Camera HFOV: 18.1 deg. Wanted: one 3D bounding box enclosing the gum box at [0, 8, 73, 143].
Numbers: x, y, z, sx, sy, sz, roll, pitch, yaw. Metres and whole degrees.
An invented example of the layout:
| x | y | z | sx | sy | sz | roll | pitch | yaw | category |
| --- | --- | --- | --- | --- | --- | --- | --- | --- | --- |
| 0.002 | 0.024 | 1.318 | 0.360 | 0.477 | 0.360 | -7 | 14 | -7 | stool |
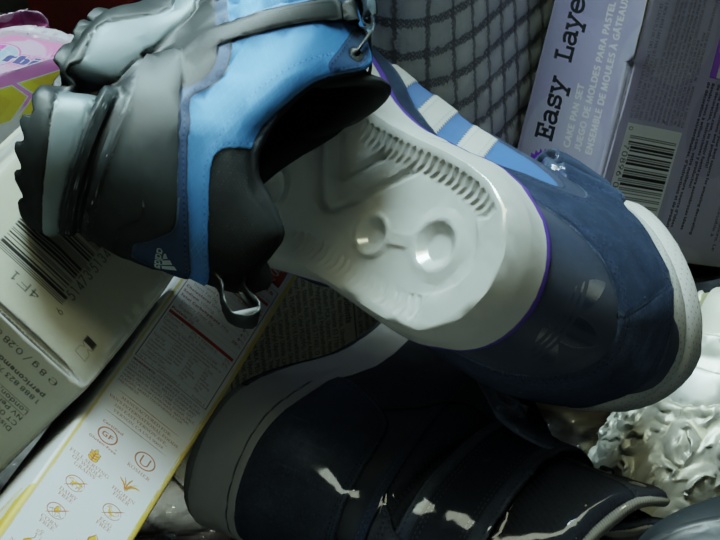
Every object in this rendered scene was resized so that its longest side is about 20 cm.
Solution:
| x | y | z | sx | sy | sz | roll | pitch | yaw | category |
| --- | --- | --- | --- | --- | --- | --- | --- | --- | --- |
| -0.196 | -0.025 | 0.944 | 0.199 | 0.114 | 0.066 | -21 | 31 | -28 | gum box |

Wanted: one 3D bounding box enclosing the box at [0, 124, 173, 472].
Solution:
| x | y | z | sx | sy | sz | roll | pitch | yaw | category |
| --- | --- | --- | --- | --- | --- | --- | --- | --- | --- |
| -0.147 | 0.047 | 0.722 | 0.200 | 0.068 | 0.082 | -42 | 8 | 34 | box |

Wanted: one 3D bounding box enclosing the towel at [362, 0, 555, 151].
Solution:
| x | y | z | sx | sy | sz | roll | pitch | yaw | category |
| --- | --- | --- | --- | --- | --- | --- | --- | --- | --- |
| 0.034 | -0.131 | 0.847 | 0.085 | 0.167 | 0.200 | 12 | 34 | 25 | towel |

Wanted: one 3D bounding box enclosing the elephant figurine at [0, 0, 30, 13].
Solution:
| x | y | z | sx | sy | sz | roll | pitch | yaw | category |
| --- | --- | --- | --- | --- | --- | --- | --- | --- | --- |
| -0.119 | -0.181 | 1.224 | 0.198 | 0.155 | 0.143 | 12 | 58 | -22 | elephant figurine |

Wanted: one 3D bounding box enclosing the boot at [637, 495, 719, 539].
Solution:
| x | y | z | sx | sy | sz | roll | pitch | yaw | category |
| --- | --- | --- | --- | --- | --- | --- | --- | --- | --- |
| 0.149 | 0.064 | 0.715 | 0.198 | 0.077 | 0.169 | 3 | 32 | -18 | boot |

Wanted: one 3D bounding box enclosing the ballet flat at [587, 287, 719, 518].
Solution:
| x | y | z | sx | sy | sz | roll | pitch | yaw | category |
| --- | --- | --- | --- | --- | --- | --- | --- | --- | --- |
| 0.150 | 0.025 | 0.840 | 0.071 | 0.072 | 0.199 | 19 | 37 | 38 | ballet flat |

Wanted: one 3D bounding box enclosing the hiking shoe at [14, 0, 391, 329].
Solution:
| x | y | z | sx | sy | sz | roll | pitch | yaw | category |
| --- | --- | --- | --- | --- | --- | --- | --- | --- | --- |
| -0.025 | -0.080 | 0.680 | 0.086 | 0.074 | 0.201 | 27 | 69 | 3 | hiking shoe |

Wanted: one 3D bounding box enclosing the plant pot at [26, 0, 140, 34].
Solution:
| x | y | z | sx | sy | sz | roll | pitch | yaw | category |
| --- | --- | --- | --- | --- | --- | --- | --- | --- | --- |
| -0.056 | -0.163 | 1.028 | 0.199 | 0.201 | 0.176 | -27 | 26 | -8 | plant pot |

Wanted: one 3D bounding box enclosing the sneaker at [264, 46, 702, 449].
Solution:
| x | y | z | sx | sy | sz | roll | pitch | yaw | category |
| --- | --- | --- | --- | --- | --- | --- | --- | --- | --- |
| 0.026 | -0.018 | 0.749 | 0.146 | 0.081 | 0.200 | 23 | 11 | -48 | sneaker |

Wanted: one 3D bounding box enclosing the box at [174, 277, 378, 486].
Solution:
| x | y | z | sx | sy | sz | roll | pitch | yaw | category |
| --- | --- | --- | --- | --- | --- | --- | --- | --- | --- |
| 0.000 | 0.000 | 0.884 | 0.199 | 0.096 | 0.078 | -17 | 31 | -24 | box |

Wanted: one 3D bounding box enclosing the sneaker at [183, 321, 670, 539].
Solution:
| x | y | z | sx | sy | sz | roll | pitch | yaw | category |
| --- | --- | --- | --- | --- | --- | --- | --- | --- | --- |
| 0.055 | 0.066 | 0.774 | 0.145 | 0.078 | 0.202 | 21 | 29 | 26 | sneaker |

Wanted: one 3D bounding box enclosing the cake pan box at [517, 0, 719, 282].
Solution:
| x | y | z | sx | sy | sz | roll | pitch | yaw | category |
| --- | --- | --- | --- | --- | --- | --- | --- | --- | --- |
| 0.150 | -0.092 | 0.870 | 0.183 | 0.202 | 0.052 | 5 | 12 | -43 | cake pan box |

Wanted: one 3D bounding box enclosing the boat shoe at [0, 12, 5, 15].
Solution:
| x | y | z | sx | sy | sz | roll | pitch | yaw | category |
| --- | --- | --- | --- | --- | --- | --- | --- | --- | --- |
| -0.260 | -0.083 | 1.112 | 0.199 | 0.076 | 0.074 | -26 | 31 | -35 | boat shoe |

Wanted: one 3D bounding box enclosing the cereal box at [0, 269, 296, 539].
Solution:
| x | y | z | sx | sy | sz | roll | pitch | yaw | category |
| --- | --- | --- | --- | --- | --- | --- | --- | --- | --- |
| -0.098 | 0.081 | 0.709 | 0.039 | 0.144 | 0.200 | 37 | 32 | -5 | cereal box |
